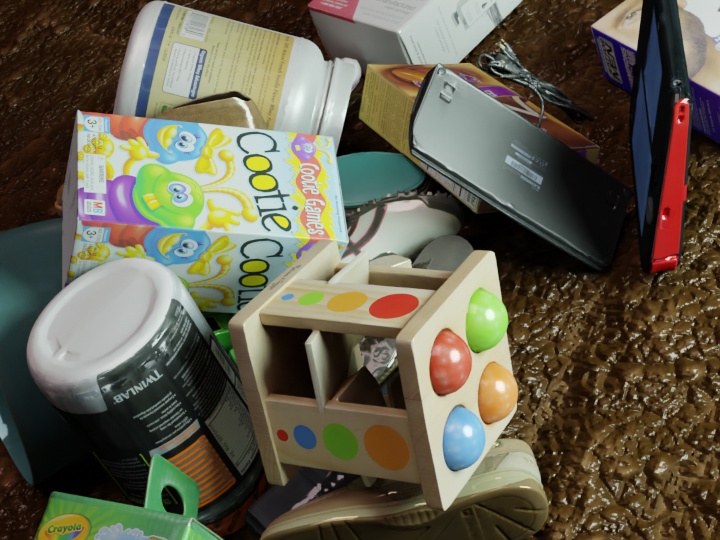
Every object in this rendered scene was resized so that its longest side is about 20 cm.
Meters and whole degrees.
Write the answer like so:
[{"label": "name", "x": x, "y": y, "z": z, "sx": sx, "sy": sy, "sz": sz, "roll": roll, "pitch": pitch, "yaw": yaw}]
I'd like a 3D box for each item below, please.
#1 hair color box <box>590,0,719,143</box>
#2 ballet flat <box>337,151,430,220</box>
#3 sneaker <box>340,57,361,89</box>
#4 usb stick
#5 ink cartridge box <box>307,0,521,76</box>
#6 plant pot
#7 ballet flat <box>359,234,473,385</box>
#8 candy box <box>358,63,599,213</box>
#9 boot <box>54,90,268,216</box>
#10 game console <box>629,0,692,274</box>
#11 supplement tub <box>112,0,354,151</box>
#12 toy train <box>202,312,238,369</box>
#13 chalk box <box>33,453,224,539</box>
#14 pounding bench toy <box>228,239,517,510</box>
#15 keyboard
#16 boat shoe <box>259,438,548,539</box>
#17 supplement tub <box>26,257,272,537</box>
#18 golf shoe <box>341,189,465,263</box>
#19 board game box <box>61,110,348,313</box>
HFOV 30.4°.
[{"label": "hair color box", "x": 0.299, "y": -0.180, "z": 1.117, "sx": 0.109, "sy": 0.065, "sz": 0.200, "roll": -36, "pitch": 39, "yaw": -9}, {"label": "ballet flat", "x": -0.038, "y": -0.057, "z": 1.143, "sx": 0.197, "sy": 0.064, "sz": 0.068, "roll": -9, "pitch": 54, "yaw": -4}, {"label": "sneaker", "x": -0.097, "y": -0.174, "z": 1.297, "sx": 0.197, "sy": 0.101, "sz": 0.075, "roll": -22, "pitch": 18, "yaw": 5}, {"label": "usb stick", "x": 0.000, "y": 0.131, "z": 0.979, "sx": 0.199, "sy": 0.033, "sz": 0.055, "roll": -41, "pitch": 41, "yaw": -16}, {"label": "ink cartridge box", "x": 0.068, "y": -0.282, "z": 1.336, "sx": 0.200, "sy": 0.083, "sz": 0.146, "roll": -45, "pitch": 43, "yaw": -19}, {"label": "plant pot", "x": -0.236, "y": 0.049, "z": 1.081, "sx": 0.159, "sy": 0.203, "sz": 0.200, "roll": -25, "pitch": 37, "yaw": -21}, {"label": "ballet flat", "x": 0.020, "y": 0.051, "z": 1.044, "sx": 0.067, "sy": 0.047, "sz": 0.200, "roll": 37, "pitch": 72, "yaw": 29}, {"label": "candy box", "x": 0.097, "y": -0.118, "z": 1.131, "sx": 0.115, "sy": 0.057, "sz": 0.200, "roll": -6, "pitch": 32, "yaw": -30}, {"label": "boot", "x": -0.171, "y": -0.097, "z": 1.117, "sx": 0.197, "sy": 0.076, "sz": 0.074, "roll": -15, "pitch": 22, "yaw": 8}, {"label": "game console", "x": 0.225, "y": -0.118, "z": 1.007, "sx": 0.031, "sy": 0.178, "sz": 0.202, "roll": -2, "pitch": 45, "yaw": 8}, {"label": "supplement tub", "x": -0.113, "y": -0.150, "z": 1.196, "sx": 0.197, "sy": 0.145, "sz": 0.146, "roll": 14, "pitch": 46, "yaw": -4}, {"label": "toy train", "x": -0.116, "y": 0.042, "z": 1.090, "sx": 0.056, "sy": 0.042, "sz": 0.200, "roll": -14, "pitch": 47, "yaw": -33}, {"label": "chalk box", "x": -0.143, "y": 0.224, "z": 0.859, "sx": 0.122, "sy": 0.125, "sz": 0.202, "roll": 4, "pitch": 63, "yaw": 32}, {"label": "pounding bench toy", "x": 0.037, "y": 0.048, "z": 0.910, "sx": 0.154, "sy": 0.126, "sz": 0.200, "roll": 3, "pitch": 28, "yaw": 30}, {"label": "keyboard", "x": 0.130, "y": -0.097, "z": 1.027, "sx": 0.021, "sy": 0.198, "sz": 0.128, "roll": -21, "pitch": 42, "yaw": 61}, {"label": "boat shoe", "x": 0.027, "y": 0.164, "z": 0.907, "sx": 0.197, "sy": 0.072, "sz": 0.065, "roll": -12, "pitch": 37, "yaw": 3}, {"label": "supplement tub", "x": -0.143, "y": 0.100, "z": 0.961, "sx": 0.121, "sy": 0.201, "sz": 0.124, "roll": -15, "pitch": 41, "yaw": 13}, {"label": "golf shoe", "x": 0.000, "y": 0.000, "z": 1.101, "sx": 0.198, "sy": 0.077, "sz": 0.089, "roll": -21, "pitch": 58, "yaw": 15}, {"label": "board game box", "x": -0.121, "y": -0.039, "z": 1.003, "sx": 0.197, "sy": 0.105, "sz": 0.104, "roll": 3, "pitch": 53, "yaw": -18}]
